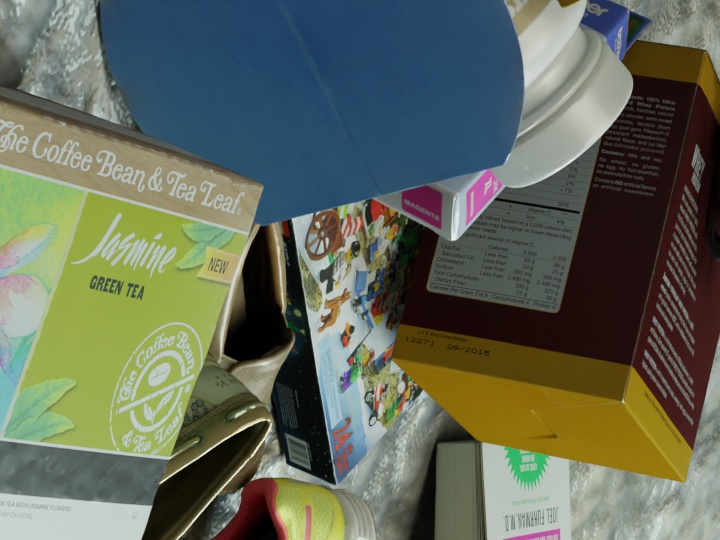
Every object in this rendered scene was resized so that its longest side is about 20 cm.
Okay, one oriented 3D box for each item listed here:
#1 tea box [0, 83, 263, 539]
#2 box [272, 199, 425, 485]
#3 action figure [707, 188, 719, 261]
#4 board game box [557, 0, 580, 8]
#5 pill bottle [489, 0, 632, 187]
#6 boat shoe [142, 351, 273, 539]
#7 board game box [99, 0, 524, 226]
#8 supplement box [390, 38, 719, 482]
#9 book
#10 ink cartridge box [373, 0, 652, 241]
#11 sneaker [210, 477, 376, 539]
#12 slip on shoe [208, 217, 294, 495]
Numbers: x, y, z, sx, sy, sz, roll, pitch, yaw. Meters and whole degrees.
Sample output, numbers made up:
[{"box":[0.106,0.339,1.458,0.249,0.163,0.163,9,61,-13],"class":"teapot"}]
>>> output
[{"box":[-0.169,0.021,0.977,0.200,0.133,0.197,13,96,-60],"class":"tea box"},{"box":[0.000,0.000,1.336,0.137,0.038,0.200,-46,143,-35],"class":"box"},{"box":[0.244,-0.051,1.344,0.119,0.102,0.201,-63,155,-66],"class":"action figure"},{"box":[0.094,-0.239,1.114,0.153,0.040,0.200,-38,98,-42],"class":"board game box"},{"box":[0.036,-0.137,1.146,0.200,0.111,0.111,47,62,-18],"class":"pill bottle"},{"box":[-0.123,0.127,1.167,0.200,0.063,0.073,-54,149,1],"class":"boat shoe"},{"box":[-0.019,-0.107,1.097,0.158,0.199,0.039,62,33,-24],"class":"board game box"},{"box":[0.128,-0.008,1.387,0.197,0.132,0.201,45,57,-66],"class":"supplement box"},{"box":[0.095,0.207,1.565,0.133,0.048,0.201,1,87,-59],"class":"book"},{"box":[0.055,-0.109,1.274,0.200,0.119,0.042,-45,151,-36],"class":"ink cartridge box"},{"box":[-0.077,0.192,1.297,0.090,0.078,0.200,34,83,-49],"class":"sneaker"},{"box":[-0.064,0.038,1.232,0.076,0.060,0.201,-38,138,-42],"class":"slip on shoe"}]
